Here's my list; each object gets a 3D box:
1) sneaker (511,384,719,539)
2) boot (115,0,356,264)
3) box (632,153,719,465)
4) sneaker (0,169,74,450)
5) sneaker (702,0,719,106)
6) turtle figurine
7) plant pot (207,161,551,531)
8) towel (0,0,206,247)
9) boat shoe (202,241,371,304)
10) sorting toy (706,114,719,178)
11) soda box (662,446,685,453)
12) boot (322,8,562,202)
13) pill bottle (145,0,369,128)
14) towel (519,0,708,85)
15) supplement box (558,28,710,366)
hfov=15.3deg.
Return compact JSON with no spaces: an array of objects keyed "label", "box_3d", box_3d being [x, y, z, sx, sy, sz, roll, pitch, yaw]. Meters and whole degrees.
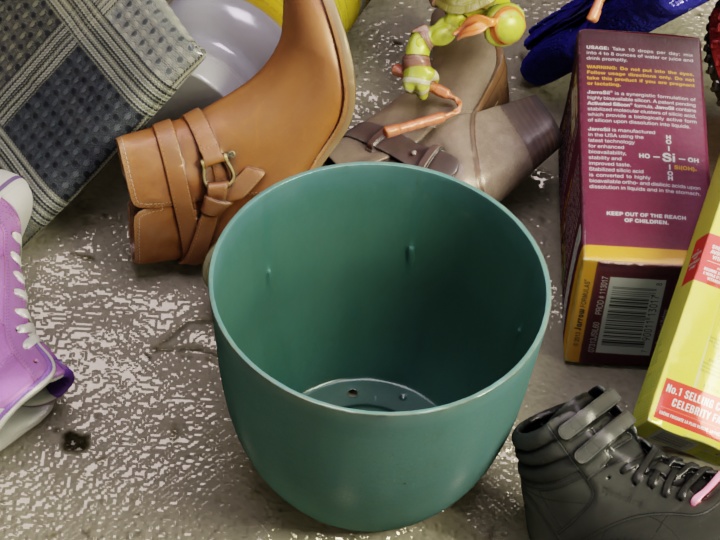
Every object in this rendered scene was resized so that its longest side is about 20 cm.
[{"label":"sneaker","box_3d":[0.163,0.117,1.548,0.200,0.099,0.071,-7,19,45]},{"label":"boot","box_3d":[-0.082,-0.095,1.734,0.155,0.200,0.074,-5,15,-8]},{"label":"box","box_3d":[0.229,0.015,1.623,0.075,0.050,0.200,22,76,-3]},{"label":"sneaker","box_3d":[-0.223,0.032,1.693,0.114,0.073,0.201,17,59,7]},{"label":"sneaker","box_3d":[0.311,-0.113,1.776,0.096,0.079,0.200,-18,54,-39]},{"label":"turtle figurine","box_3d":[0.063,-0.186,1.811,0.200,0.064,0.161,-40,43,-2]},{"label":"plant pot","box_3d":[0.007,0.060,1.614,0.200,0.161,0.201,2,48,-2]},{"label":"towel","box_3d":[-0.214,-0.136,1.808,0.193,0.035,0.200,-46,55,10]},{"label":"boat shoe","box_3d":[0.000,0.000,1.730,0.200,0.073,0.065,-8,43,-11]},{"label":"sorting toy","box_3d":[0.325,-0.048,1.800,0.200,0.070,0.199,-1,47,-4]},{"label":"soda box","box_3d":[0.293,0.094,1.671,0.200,0.064,0.068,16,48,9]},{"label":"boot","box_3d":[0.040,-0.102,1.837,0.146,0.070,0.200,-25,39,-10]},{"label":"pill bottle","box_3d":[-0.074,-0.168,1.853,0.112,0.112,0.200,20,49,14]},{"label":"towel","box_3d":[0.206,-0.195,1.852,0.148,0.200,0.050,-30,93,-27]},{"label":"supplement box","box_3d":[0.178,-0.048,1.753,0.086,0.110,0.200,4,51,-2]}]
